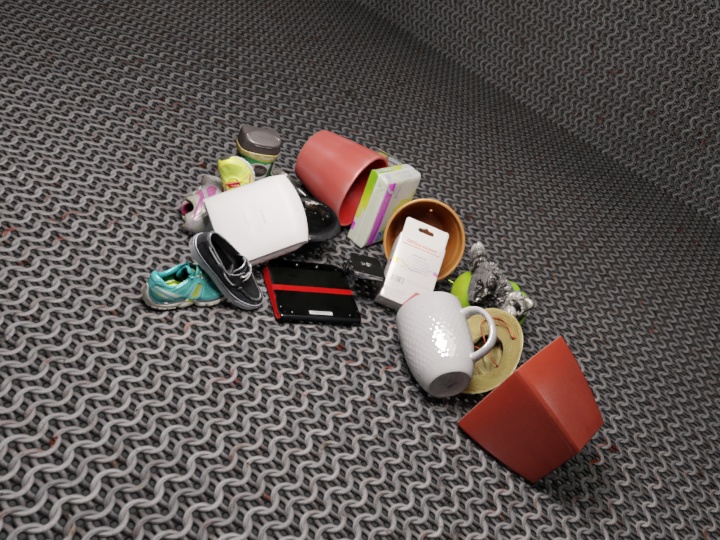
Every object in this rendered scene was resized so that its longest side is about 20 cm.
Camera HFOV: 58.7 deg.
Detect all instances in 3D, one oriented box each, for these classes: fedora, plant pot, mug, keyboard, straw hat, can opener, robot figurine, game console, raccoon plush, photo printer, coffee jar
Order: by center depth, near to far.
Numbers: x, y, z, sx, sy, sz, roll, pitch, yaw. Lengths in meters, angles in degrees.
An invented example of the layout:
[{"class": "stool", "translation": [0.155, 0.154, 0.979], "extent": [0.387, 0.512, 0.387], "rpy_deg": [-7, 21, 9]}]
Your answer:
[{"class": "plant pot", "translation": [0.342, 0.278, 1.228], "extent": [0.198, 0.201, 0.177], "rpy_deg": [-21, 64, -47]}, {"class": "mug", "translation": [0.180, 0.146, 1.292], "extent": [0.148, 0.198, 0.177], "rpy_deg": [48, 21, -44]}, {"class": "photo printer", "translation": [-0.215, -0.103, 1.355], "extent": [0.197, 0.069, 0.169], "rpy_deg": [-19, 85, -10]}, {"class": "straw hat", "translation": [0.270, 0.189, 1.365], "extent": [0.085, 0.199, 0.203], "rpy_deg": [49, 13, -43]}, {"class": "game console", "translation": [-0.106, 0.048, 1.388], "extent": [0.197, 0.031, 0.178], "rpy_deg": [5, 42, -27]}, {"class": "raccoon plush", "translation": [0.322, 0.025, 1.448], "extent": [0.132, 0.097, 0.203], "rpy_deg": [21, 55, -15]}, {"class": "keyboard", "translation": [0.000, 0.000, 1.479], "extent": [0.102, 0.040, 0.200], "rpy_deg": [14, 12, -5]}, {"class": "fedora", "translation": [-0.148, -0.097, 1.492], "extent": [0.197, 0.093, 0.202], "rpy_deg": [14, 36, -10]}, {"class": "coffee jar", "translation": [-0.258, -0.244, 1.522], "extent": [0.103, 0.202, 0.086], "rpy_deg": [4, 38, -28]}, {"class": "robot figurine", "translation": [0.304, 0.070, 1.537], "extent": [0.196, 0.117, 0.176], "rpy_deg": [16, 29, -12]}, {"class": "plant pot", "translation": [0.151, -0.079, 1.584], "extent": [0.197, 0.203, 0.140], "rpy_deg": [22, 9, -4]}, {"class": "plant pot", "translation": [-0.057, -0.243, 1.604], "extent": [0.176, 0.202, 0.200], "rpy_deg": [37, 36, 17]}, {"class": "can opener", "translation": [-0.159, -0.188, 1.655], "extent": [0.199, 0.067, 0.053], "rpy_deg": [41, 30, 0]}]

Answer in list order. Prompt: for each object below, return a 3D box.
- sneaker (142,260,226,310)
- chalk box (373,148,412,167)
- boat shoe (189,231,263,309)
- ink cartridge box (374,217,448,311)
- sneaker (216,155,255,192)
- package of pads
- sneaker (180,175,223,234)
[{"class": "sneaker", "translation": [-0.320, 0.023, 1.233], "extent": [0.198, 0.080, 0.078], "rpy_deg": [-13, 49, -44]}, {"class": "chalk box", "translation": [0.059, -0.251, 1.807], "extent": [0.123, 0.125, 0.200], "rpy_deg": [29, 33, 8]}, {"class": "boat shoe", "translation": [-0.243, 0.000, 1.239], "extent": [0.201, 0.067, 0.072], "rpy_deg": [54, 40, -31]}, {"class": "ink cartridge box", "translation": [0.120, -0.007, 1.471], "extent": [0.115, 0.068, 0.203], "rpy_deg": [22, 73, -5]}, {"class": "sneaker", "translation": [-0.271, -0.169, 1.439], "extent": [0.077, 0.202, 0.091], "rpy_deg": [-7, 50, 8]}, {"class": "package of pads", "translation": [0.063, -0.165, 1.621], "extent": [0.068, 0.202, 0.153], "rpy_deg": [39, 36, 25]}, {"class": "sneaker", "translation": [-0.360, -0.153, 1.442], "extent": [0.087, 0.082, 0.202], "rpy_deg": [12, 35, -21]}]
